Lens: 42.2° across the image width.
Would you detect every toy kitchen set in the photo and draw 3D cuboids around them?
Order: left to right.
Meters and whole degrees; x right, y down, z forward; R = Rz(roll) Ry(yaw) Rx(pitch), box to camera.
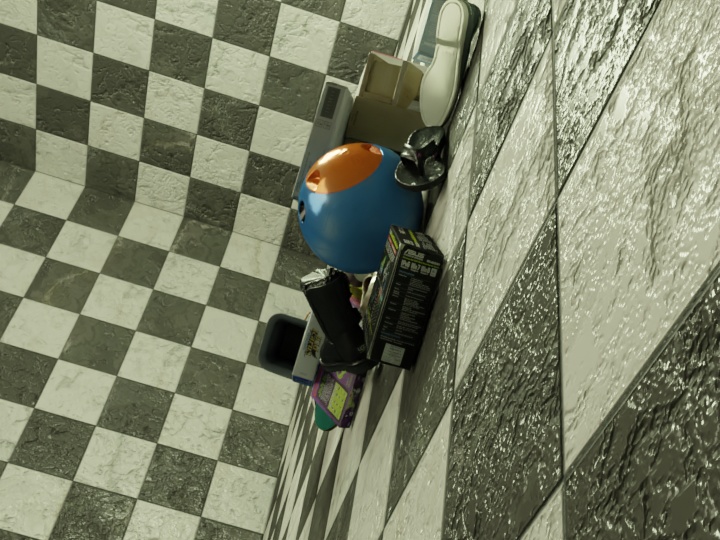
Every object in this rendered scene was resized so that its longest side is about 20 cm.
[{"bbox_3d":[0.089,-0.249,1.648,0.180,0.161,0.204,6,-79,-66],"label":"toy kitchen set"}]

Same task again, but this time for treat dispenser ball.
[{"bbox_3d":[0.000,-0.096,1.455,0.201,0.197,0.205,-164,90,-86],"label":"treat dispenser ball"}]

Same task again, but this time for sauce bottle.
[{"bbox_3d":[0.000,0.000,1.788,0.200,0.065,0.067,165,121,-84],"label":"sauce bottle"}]

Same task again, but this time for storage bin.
[{"bbox_3d":[-0.107,0.165,2.036,0.134,0.196,0.148,16,-89,-85],"label":"storage bin"}]

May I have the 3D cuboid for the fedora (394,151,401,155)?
[{"bbox_3d":[0.008,-0.159,1.809,0.092,0.196,0.204,90,-168,-62],"label":"fedora"}]

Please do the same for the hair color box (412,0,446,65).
[{"bbox_3d":[0.159,-0.507,1.809,0.099,0.059,0.204,-135,60,-85],"label":"hair color box"}]

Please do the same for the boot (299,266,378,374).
[{"bbox_3d":[-0.045,0.078,1.531,0.171,0.076,0.200,65,162,-7],"label":"boot"}]

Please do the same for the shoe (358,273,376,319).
[{"bbox_3d":[0.028,0.027,1.616,0.201,0.052,0.071,-81,9,-57],"label":"shoe"}]

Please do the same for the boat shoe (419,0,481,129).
[{"bbox_3d":[0.145,-0.317,1.451,0.061,0.072,0.204,-13,-57,-44],"label":"boat shoe"}]

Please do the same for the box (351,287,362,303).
[{"bbox_3d":[-0.011,0.051,1.906,0.201,0.074,0.051,-83,11,-69],"label":"box"}]

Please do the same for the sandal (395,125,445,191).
[{"bbox_3d":[0.088,-0.176,1.383,0.202,0.074,0.049,-80,-22,-57],"label":"sandal"}]

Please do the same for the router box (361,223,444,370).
[{"bbox_3d":[0.053,0.029,1.235,0.200,0.061,0.153,-99,25,-80],"label":"router box"}]

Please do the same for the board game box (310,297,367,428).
[{"bbox_3d":[-0.027,0.162,1.662,0.120,0.032,0.204,35,113,49],"label":"board game box"}]

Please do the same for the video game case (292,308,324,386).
[{"bbox_3d":[-0.085,0.122,1.772,0.200,0.045,0.185,115,171,-80],"label":"video game case"}]

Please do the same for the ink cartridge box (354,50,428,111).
[{"bbox_3d":[0.068,-0.356,1.859,0.200,0.143,0.087,156,130,-83],"label":"ink cartridge box"}]

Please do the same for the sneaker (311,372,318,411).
[{"bbox_3d":[-0.042,0.193,1.823,0.088,0.074,0.203,125,161,-58],"label":"sneaker"}]

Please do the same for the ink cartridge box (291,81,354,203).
[{"bbox_3d":[-0.057,-0.204,1.604,0.174,0.043,0.204,25,-98,-84],"label":"ink cartridge box"}]

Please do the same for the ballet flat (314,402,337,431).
[{"bbox_3d":[-0.032,0.206,1.753,0.071,0.069,0.204,-90,15,-74],"label":"ballet flat"}]
